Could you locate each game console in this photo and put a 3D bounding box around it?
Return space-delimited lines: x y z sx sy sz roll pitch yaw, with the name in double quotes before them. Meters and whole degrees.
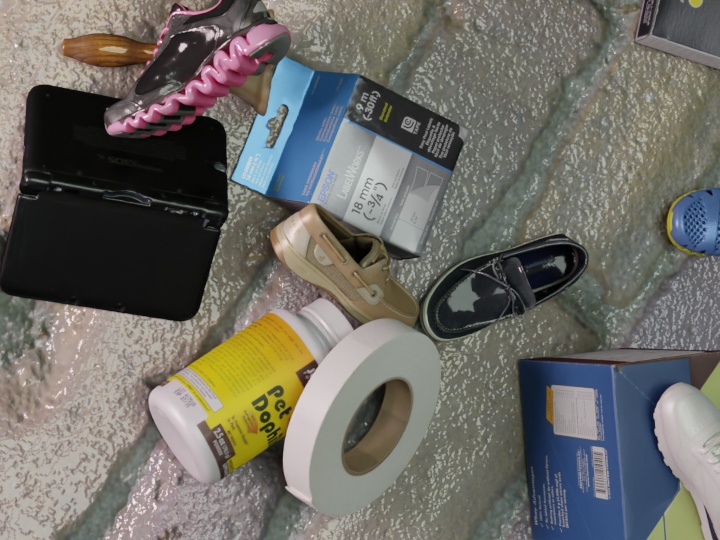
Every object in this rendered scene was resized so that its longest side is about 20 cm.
"game console" -0.239 -0.065 1.660 0.199 0.116 0.176 10 55 -21

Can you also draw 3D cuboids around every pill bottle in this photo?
"pill bottle" -0.097 0.111 1.662 0.200 0.109 0.109 -34 101 -18

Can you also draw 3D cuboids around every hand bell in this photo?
"hand bell" -0.187 -0.210 1.661 0.199 0.104 0.105 4 87 -8

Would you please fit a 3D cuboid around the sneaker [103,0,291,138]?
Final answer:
"sneaker" -0.163 -0.198 1.601 0.200 0.079 0.096 -31 81 14

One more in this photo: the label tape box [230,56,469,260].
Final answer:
"label tape box" -0.009 -0.115 1.726 0.200 0.063 0.145 25 80 -19

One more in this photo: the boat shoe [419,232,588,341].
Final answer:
"boat shoe" 0.152 0.015 1.787 0.199 0.062 0.075 -23 99 -19

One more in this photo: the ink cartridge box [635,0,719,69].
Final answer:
"ink cartridge box" 0.415 -0.324 1.906 0.199 0.047 0.198 14 83 -18

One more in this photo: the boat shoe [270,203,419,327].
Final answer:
"boat shoe" 0.000 0.000 1.692 0.064 0.071 0.200 -39 134 21

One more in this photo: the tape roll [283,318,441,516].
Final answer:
"tape roll" 0.003 0.145 1.675 0.203 0.037 0.203 -36 140 -37

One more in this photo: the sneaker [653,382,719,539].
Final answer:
"sneaker" 0.350 0.196 1.636 0.076 0.080 0.200 -32 99 -18

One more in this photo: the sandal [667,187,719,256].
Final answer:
"sandal" 0.432 -0.051 1.885 0.199 0.087 0.080 1 90 -19

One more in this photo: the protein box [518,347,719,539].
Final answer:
"protein box" 0.271 0.184 1.755 0.134 0.200 0.199 -5 91 -21
